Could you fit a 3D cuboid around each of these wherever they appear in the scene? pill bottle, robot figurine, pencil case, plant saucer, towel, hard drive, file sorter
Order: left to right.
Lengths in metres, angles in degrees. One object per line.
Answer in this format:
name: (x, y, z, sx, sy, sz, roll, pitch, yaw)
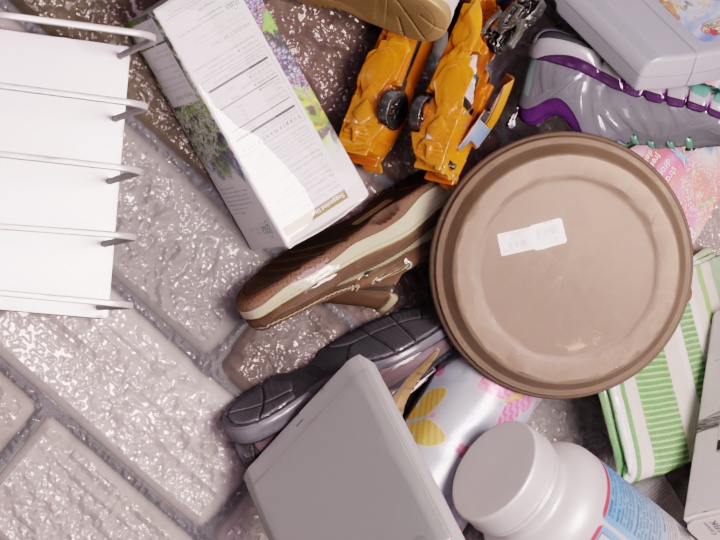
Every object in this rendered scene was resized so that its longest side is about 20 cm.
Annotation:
file sorter: (-0.223, -0.071, 1.465, 0.138, 0.124, 0.202, 6, 87, -21)
hard drive: (-0.008, 0.167, 1.461, 0.026, 0.200, 0.132, 31, 109, -36)
robot figurine: (0.063, -0.166, 1.588, 0.058, 0.144, 0.201, 44, 65, -55)
pencil case: (0.073, 0.135, 1.600, 0.091, 0.083, 0.201, 40, 76, -34)
plant saucer: (0.150, -0.002, 1.548, 0.198, 0.029, 0.202, 0, 98, -3)
pill bottle: (0.162, 0.197, 1.561, 0.200, 0.109, 0.109, 39, 76, -30)
towel: (0.248, 0.074, 1.657, 0.199, 0.023, 0.154, -19, 95, -48)

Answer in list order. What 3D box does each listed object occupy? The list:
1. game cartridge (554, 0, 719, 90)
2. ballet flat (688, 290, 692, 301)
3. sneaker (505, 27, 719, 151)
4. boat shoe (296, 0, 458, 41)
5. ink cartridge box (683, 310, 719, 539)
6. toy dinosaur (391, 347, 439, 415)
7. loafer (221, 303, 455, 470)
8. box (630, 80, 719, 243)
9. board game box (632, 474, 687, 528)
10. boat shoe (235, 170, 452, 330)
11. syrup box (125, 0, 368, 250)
game cartridge: (0.252, -0.202, 1.571, 0.199, 0.042, 0.133, -22, 53, -31)
ballet flat: (0.172, -0.034, 1.587, 0.199, 0.068, 0.073, 21, 119, -7)
sneaker: (0.212, -0.111, 1.575, 0.199, 0.074, 0.088, 22, 101, 9)
boat shoe: (-0.016, -0.239, 1.566, 0.199, 0.071, 0.070, 25, 59, 4)
ink cartridge box: (0.333, 0.143, 1.639, 0.147, 0.083, 0.201, 45, 44, -34)
toy dinosaur: (0.017, 0.160, 1.523, 0.105, 0.060, 0.202, -7, 93, 2)
loafer: (-0.008, 0.092, 1.585, 0.199, 0.072, 0.063, -27, 117, -13)
box: (0.255, -0.123, 1.666, 0.094, 0.103, 0.201, 37, 76, -17)
board game box: (0.189, 0.263, 1.668, 0.199, 0.035, 0.136, -34, 101, -19)
boat shoe: (0.003, 0.000, 1.581, 0.202, 0.075, 0.075, -32, 106, -19)
syrup box: (-0.084, -0.118, 1.545, 0.081, 0.079, 0.201, -34, 101, -19)
